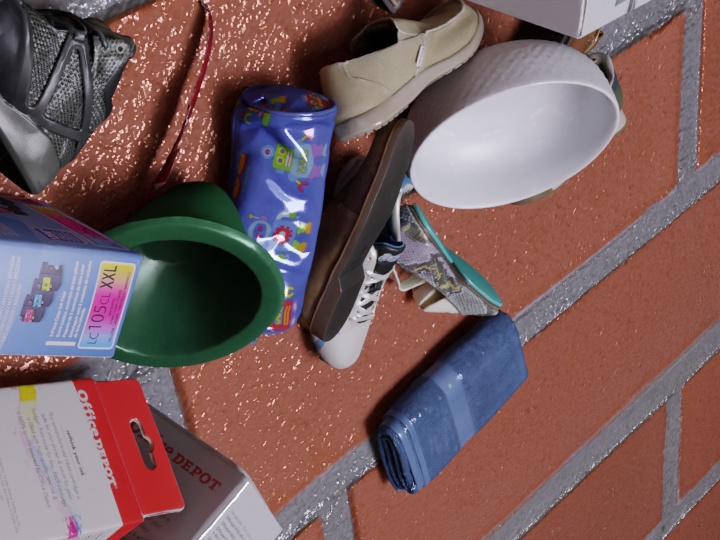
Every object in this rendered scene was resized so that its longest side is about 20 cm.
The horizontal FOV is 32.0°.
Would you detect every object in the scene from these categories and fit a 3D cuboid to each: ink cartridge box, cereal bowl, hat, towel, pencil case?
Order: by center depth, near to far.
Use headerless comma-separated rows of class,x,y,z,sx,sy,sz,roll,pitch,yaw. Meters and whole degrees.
ink cartridge box,-0.256,-0.004,0.771,0.199,0.136,0.077,4,105,-50
ink cartridge box,-0.233,0.146,0.885,0.199,0.117,0.067,-1,150,-48
ink cartridge box,-0.182,0.223,0.971,0.200,0.144,0.084,-48,139,-20
hat,-0.138,-0.050,0.973,0.199,0.178,0.165,-29,135,26
pencil case,-0.075,-0.047,1.005,0.086,0.078,0.203,1,110,-30
ink cartridge box,0.190,-0.289,1.113,0.199,0.145,0.085,-31,136,-41
cereal bowl,0.129,-0.143,1.141,0.197,0.084,0.201,-12,152,-7
towel,0.095,0.135,1.322,0.200,0.048,0.113,-41,136,-26

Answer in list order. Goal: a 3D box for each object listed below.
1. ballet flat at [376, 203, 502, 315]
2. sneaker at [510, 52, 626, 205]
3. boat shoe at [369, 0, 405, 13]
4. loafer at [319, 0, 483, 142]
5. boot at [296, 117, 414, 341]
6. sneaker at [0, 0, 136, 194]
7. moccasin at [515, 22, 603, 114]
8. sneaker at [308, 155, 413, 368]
ballet flat,0.070,0.002,1.221,0.073,0.072,0.200,-58,141,-8
sneaker,0.202,-0.153,1.282,0.200,0.067,0.091,-38,130,-34
boat shoe,-0.016,-0.248,0.968,0.199,0.074,0.074,14,103,-47
loafer,0.036,-0.184,1.051,0.200,0.075,0.069,-47,115,-40
boot,-0.018,-0.044,1.051,0.202,0.075,0.073,-65,163,16
sneaker,-0.214,-0.154,0.792,0.114,0.076,0.201,-47,141,-24
moccasin,0.207,-0.236,1.240,0.078,0.073,0.203,43,67,-42
sneaker,0.000,0.000,1.122,0.071,0.072,0.203,-12,120,-47
